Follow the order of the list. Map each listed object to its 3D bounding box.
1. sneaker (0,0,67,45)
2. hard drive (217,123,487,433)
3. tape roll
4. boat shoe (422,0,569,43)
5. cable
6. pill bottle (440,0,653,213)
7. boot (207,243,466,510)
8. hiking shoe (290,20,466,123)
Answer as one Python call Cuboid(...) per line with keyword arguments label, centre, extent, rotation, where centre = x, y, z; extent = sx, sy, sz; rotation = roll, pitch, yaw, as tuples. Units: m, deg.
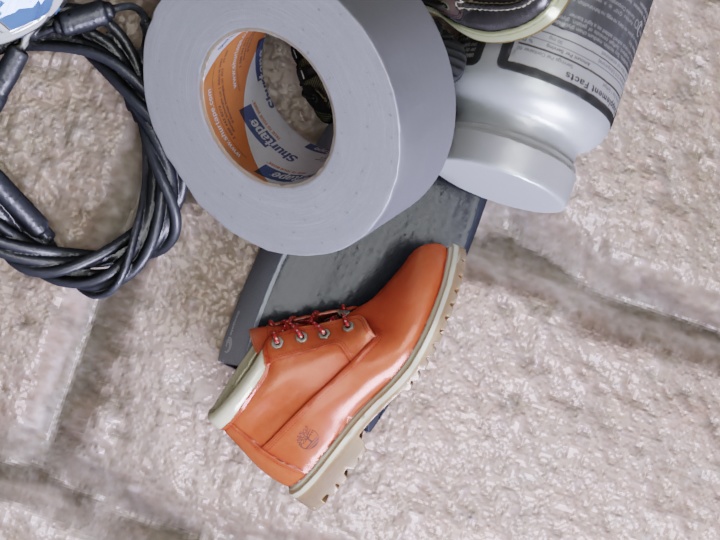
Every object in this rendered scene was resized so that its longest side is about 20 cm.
Cuboid(label="sneaker", centre=(-0.280, -0.187, 1.226), extent=(0.200, 0.077, 0.076), rotation=(-7, 73, -7))
Cuboid(label="hard drive", centre=(0.000, 0.000, 1.318), extent=(0.135, 0.042, 0.200), rotation=(26, 89, -11))
Cuboid(label="tape roll", centre=(-0.041, -0.112, 1.209), extent=(0.066, 0.200, 0.200), rotation=(-35, 102, -48))
Cuboid(label="boat shoe", centre=(0.058, -0.196, 1.232), extent=(0.065, 0.200, 0.073), rotation=(29, 84, -36))
Cuboid(label="cable", centre=(-0.200, -0.077, 1.274), extent=(0.163, 0.051, 0.200), rotation=(-8, 96, -9))
Cuboid(label="pill bottle", centre=(0.123, -0.147, 1.277), extent=(0.116, 0.116, 0.200), rotation=(21, 81, -11))
Cuboid(label="boot", centre=(-0.014, 0.049, 1.264), extent=(0.107, 0.075, 0.200), rotation=(37, 90, -6))
Cuboid(label="hiking shoe", centre=(-0.026, -0.149, 1.265), extent=(0.200, 0.076, 0.101), rotation=(41, 128, 26))
